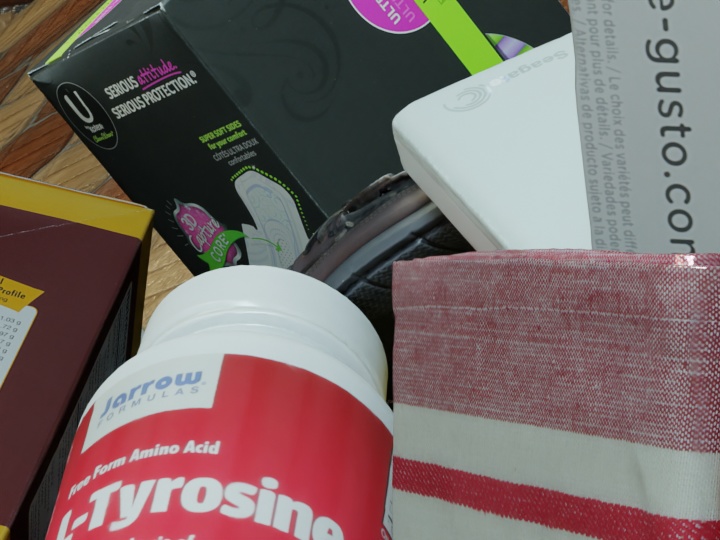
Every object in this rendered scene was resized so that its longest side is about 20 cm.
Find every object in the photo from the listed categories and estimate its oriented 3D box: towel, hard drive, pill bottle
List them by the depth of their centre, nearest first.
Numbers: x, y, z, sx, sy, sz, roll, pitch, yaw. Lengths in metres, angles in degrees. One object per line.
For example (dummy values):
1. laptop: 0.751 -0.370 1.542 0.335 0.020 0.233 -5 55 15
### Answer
1. towel: 0.042 0.096 0.544 0.023 0.201 0.144 0 1 -21
2. hard drive: 0.104 -0.023 0.723 0.131 0.026 0.200 -24 32 -9
3. pill bottle: -0.042 0.092 0.773 0.112 0.112 0.200 -31 28 27

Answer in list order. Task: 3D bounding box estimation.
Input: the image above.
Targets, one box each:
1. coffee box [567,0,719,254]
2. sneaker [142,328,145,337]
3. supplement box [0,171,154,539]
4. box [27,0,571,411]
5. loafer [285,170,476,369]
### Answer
1. coffee box: 0.166 -0.095 0.586 0.197 0.201 0.200 3 31 19
2. sneaker: -0.150 0.091 1.064 0.200 0.100 0.078 -34 -6 -33
3. supplement box: -0.198 0.064 0.927 0.200 0.196 0.133 -71 -8 -51
4. box: 0.000 -0.057 0.997 0.149 0.200 0.124 -48 17 -28
5. loafer: 0.000 0.000 0.877 0.200 0.072 0.063 -44 51 38
